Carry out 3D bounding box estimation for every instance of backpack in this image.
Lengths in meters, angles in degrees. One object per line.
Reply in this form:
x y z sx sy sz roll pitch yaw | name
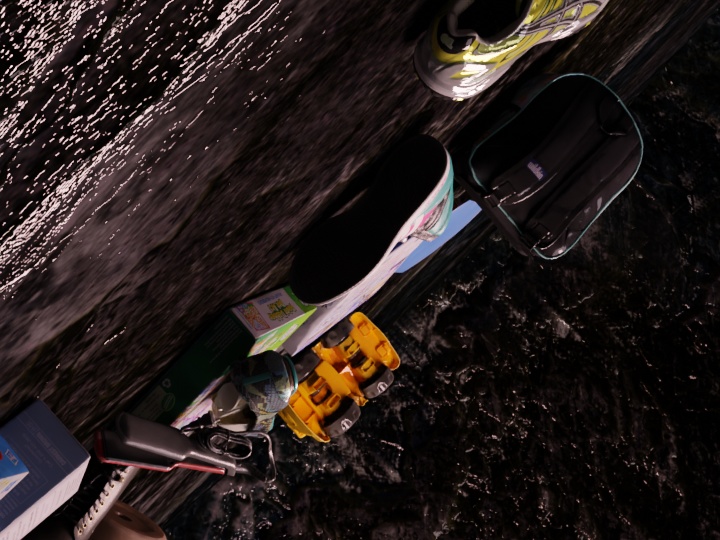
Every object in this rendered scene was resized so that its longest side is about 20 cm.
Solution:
0.222 -0.133 1.608 0.200 0.176 0.153 -44 -169 -1 | backpack

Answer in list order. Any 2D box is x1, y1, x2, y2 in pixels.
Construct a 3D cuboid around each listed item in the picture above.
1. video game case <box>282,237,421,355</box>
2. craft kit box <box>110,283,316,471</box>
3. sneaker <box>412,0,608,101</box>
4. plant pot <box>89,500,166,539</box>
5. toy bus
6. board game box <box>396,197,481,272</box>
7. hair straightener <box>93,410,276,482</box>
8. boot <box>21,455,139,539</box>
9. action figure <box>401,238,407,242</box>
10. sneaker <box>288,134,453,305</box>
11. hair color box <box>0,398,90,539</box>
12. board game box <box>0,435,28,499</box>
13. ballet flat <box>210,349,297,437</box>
0.000 0.000 1.666 0.181 0.045 0.200 -49 172 38 | video game case
-0.152 0.104 1.402 0.200 0.049 0.197 -45 177 17 | craft kit box
0.125 -0.195 0.954 0.200 0.075 0.076 -43 175 -14 | sneaker
-0.307 0.352 1.543 0.175 0.199 0.200 -60 174 -1 | plant pot
-0.059 0.179 2.227 0.200 0.136 0.192 -43 -172 -23 | toy bus
0.095 -0.061 1.940 0.158 0.039 0.200 -39 170 11 | board game box
-0.153 0.170 1.308 0.199 0.041 0.077 23 130 -37 | hair straightener
-0.279 0.230 1.342 0.138 0.077 0.200 -48 -173 3 | boot
0.000 -0.029 1.441 0.118 0.055 0.200 -44 171 38 | action figure
0.020 -0.043 1.332 0.200 0.084 0.121 -45 165 8 | sneaker
-0.287 0.185 0.956 0.200 0.061 0.099 -41 174 -28 | hair color box
-0.298 0.164 0.741 0.200 0.056 0.196 -43 175 2 | board game box
-0.115 0.125 1.351 0.074 0.074 0.200 -40 172 -24 | ballet flat
